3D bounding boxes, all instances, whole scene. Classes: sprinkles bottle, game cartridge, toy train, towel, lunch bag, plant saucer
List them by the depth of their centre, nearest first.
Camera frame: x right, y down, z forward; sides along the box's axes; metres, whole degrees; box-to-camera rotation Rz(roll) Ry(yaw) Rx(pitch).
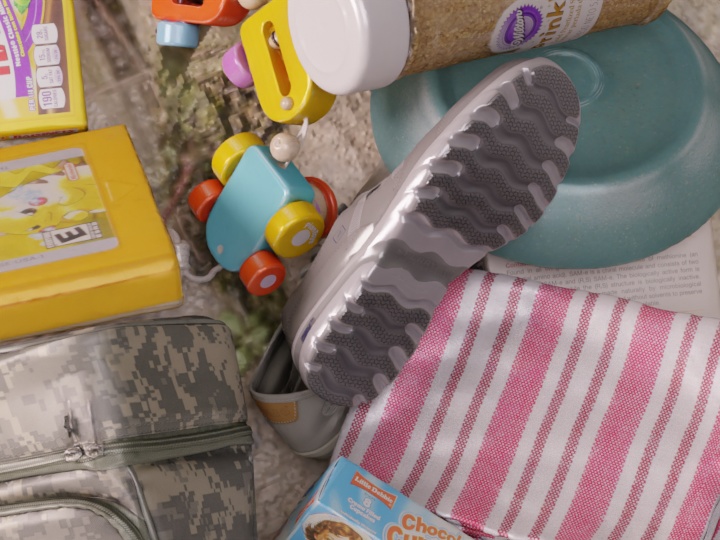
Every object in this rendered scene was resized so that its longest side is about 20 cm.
[{"bbox_3d":[-0.149,0.118,1.317,0.199,0.139,0.169,-12,88,27],"label":"lunch bag"},{"bbox_3d":[0.093,0.071,1.326,0.199,0.030,0.147,13,63,17],"label":"towel"},{"bbox_3d":[-0.199,-0.013,1.343,0.199,0.176,0.033,-10,117,-10],"label":"game cartridge"},{"bbox_3d":[0.063,-0.140,1.346,0.199,0.068,0.069,-16,86,-32],"label":"sprinkles bottle"},{"bbox_3d":[-0.060,-0.085,1.411,0.055,0.150,0.201,2,91,-44],"label":"toy train"},{"bbox_3d":[0.105,-0.091,1.413,0.199,0.036,0.201,3,54,-3],"label":"plant saucer"}]

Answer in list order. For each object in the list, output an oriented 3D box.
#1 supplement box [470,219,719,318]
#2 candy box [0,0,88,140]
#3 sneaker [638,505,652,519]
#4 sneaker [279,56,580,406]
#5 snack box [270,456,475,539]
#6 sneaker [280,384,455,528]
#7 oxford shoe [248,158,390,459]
[{"bbox_3d":[0.126,0.053,1.430,0.125,0.074,0.201,-5,85,-9],"label":"supplement box"},{"bbox_3d":[-0.206,-0.167,1.428,0.102,0.026,0.201,-7,85,-6],"label":"candy box"},{"bbox_3d":[0.162,0.186,1.391,0.115,0.201,0.075,-12,42,-26],"label":"sneaker"},{"bbox_3d":[0.025,-0.032,1.337,0.200,0.082,0.075,-48,126,1],"label":"sneaker"},{"bbox_3d":[0.044,0.183,1.328,0.200,0.116,0.037,32,46,-4],"label":"snack box"},{"bbox_3d":[0.003,0.137,1.408,0.076,0.077,0.200,44,97,-6],"label":"sneaker"},{"bbox_3d":[0.000,0.000,1.411,0.058,0.075,0.201,33,76,-35],"label":"oxford shoe"}]
